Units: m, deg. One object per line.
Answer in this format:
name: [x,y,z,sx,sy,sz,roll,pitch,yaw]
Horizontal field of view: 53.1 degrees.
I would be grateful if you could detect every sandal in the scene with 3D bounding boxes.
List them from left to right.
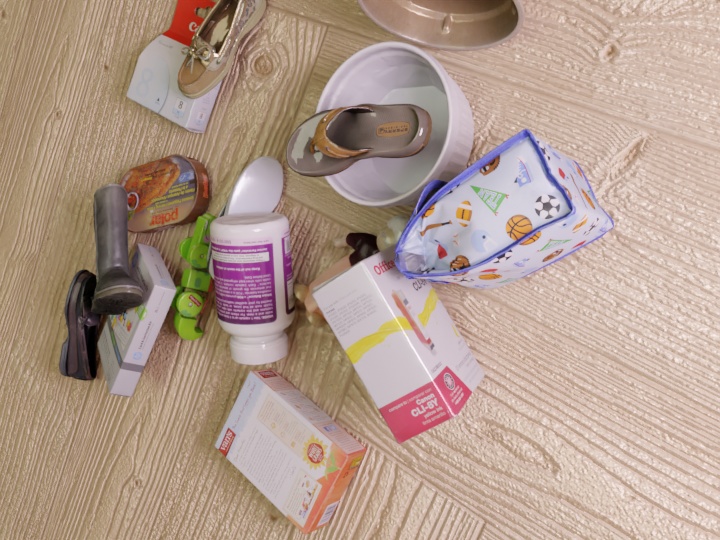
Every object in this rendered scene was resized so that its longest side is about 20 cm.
sandal: [-0.012,-0.159,0.856,0.199,0.054,0.082,1,88,33]

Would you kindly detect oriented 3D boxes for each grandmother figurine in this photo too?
grandmother figurine: [0.000,0.000,0.966,0.200,0.060,0.122,-41,76,28]

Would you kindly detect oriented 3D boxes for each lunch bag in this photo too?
lunch bag: [0.151,-0.050,0.802,0.200,0.170,0.124,-35,67,27]

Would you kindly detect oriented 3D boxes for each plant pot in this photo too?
plant pot: [0.110,-0.391,0.845,0.199,0.200,0.185,9,81,33]

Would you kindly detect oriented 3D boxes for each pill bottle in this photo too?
pill bottle: [-0.150,0.025,1.017,0.112,0.112,0.202,7,106,33]

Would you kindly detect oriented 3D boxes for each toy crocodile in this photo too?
toy crocodile: [-0.256,0.010,1.130,0.067,0.061,0.201,14,91,57]

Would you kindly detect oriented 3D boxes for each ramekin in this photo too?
ramekin: [0.048,-0.175,0.912,0.199,0.105,0.202,-1,87,32]

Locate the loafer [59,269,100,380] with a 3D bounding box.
loafer: [-0.483,0.099,1.276,0.063,0.072,0.201,16,103,12]

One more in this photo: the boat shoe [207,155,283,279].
boat shoe: [-0.179,-0.079,1.081,0.068,0.071,0.201,30,101,60]

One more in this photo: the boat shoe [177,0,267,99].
boat shoe: [-0.221,-0.356,1.091,0.073,0.063,0.201,33,91,20]

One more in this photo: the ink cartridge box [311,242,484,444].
ink cartridge box: [0.048,0.077,0.850,0.083,0.145,0.201,-32,88,26]

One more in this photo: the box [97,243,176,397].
box: [-0.368,0.079,1.175,0.201,0.041,0.156,-62,35,14]

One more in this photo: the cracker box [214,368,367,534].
cracker box: [-0.103,0.251,1.022,0.200,0.058,0.135,35,106,28]

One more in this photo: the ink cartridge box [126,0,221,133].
ink cartridge box: [-0.288,-0.346,1.169,0.160,0.047,0.201,30,106,30]

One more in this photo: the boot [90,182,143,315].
boot: [-0.386,-0.040,1.141,0.181,0.072,0.202,-15,67,52]

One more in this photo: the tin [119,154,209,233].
tin: [-0.328,-0.123,1.194,0.199,0.042,0.113,-9,80,33]
